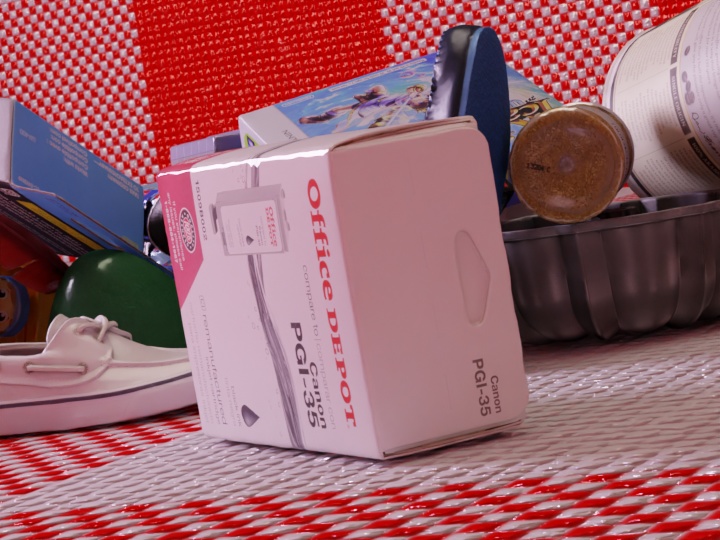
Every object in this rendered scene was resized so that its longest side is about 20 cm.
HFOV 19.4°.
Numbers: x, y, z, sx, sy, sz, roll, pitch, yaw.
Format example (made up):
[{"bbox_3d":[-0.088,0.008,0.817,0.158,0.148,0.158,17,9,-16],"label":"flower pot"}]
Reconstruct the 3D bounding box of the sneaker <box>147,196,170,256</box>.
[{"bbox_3d":[-0.091,-0.040,1.403,0.083,0.072,0.199,13,-6,-42],"label":"sneaker"}]

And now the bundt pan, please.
[{"bbox_3d":[0.161,-0.001,1.305,0.201,0.076,0.202,-10,4,1],"label":"bundt pan"}]

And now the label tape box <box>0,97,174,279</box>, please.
[{"bbox_3d":[-0.220,-0.061,1.411,0.199,0.064,0.144,10,-17,36],"label":"label tape box"}]

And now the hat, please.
[{"bbox_3d":[-0.161,-0.008,1.361,0.165,0.177,0.200,-5,6,33],"label":"hat"}]

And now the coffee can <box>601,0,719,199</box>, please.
[{"bbox_3d":[0.270,-0.120,1.368,0.146,0.147,0.200,-11,-6,-28],"label":"coffee can"}]

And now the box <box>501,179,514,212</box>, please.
[{"bbox_3d":[0.000,0.000,1.339,0.200,0.040,0.137,-14,-38,-49],"label":"box"}]

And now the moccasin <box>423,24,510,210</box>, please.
[{"bbox_3d":[0.039,-0.042,1.203,0.068,0.201,0.080,9,3,28],"label":"moccasin"}]

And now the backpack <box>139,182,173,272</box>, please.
[{"bbox_3d":[-0.084,-0.006,1.556,0.182,0.135,0.200,-11,5,-38],"label":"backpack"}]

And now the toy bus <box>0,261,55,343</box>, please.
[{"bbox_3d":[-0.273,0.032,1.461,0.191,0.137,0.200,4,-10,-26],"label":"toy bus"}]

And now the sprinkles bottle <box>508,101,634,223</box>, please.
[{"bbox_3d":[0.132,-0.069,1.289,0.068,0.069,0.200,-8,4,10],"label":"sprinkles bottle"}]

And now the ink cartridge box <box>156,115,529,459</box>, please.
[{"bbox_3d":[-0.014,0.008,1.017,0.082,0.147,0.200,-12,4,-27],"label":"ink cartridge box"}]

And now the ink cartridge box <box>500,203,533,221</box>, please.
[{"bbox_3d":[0.094,-0.036,1.625,0.125,0.129,0.200,-9,5,-10],"label":"ink cartridge box"}]

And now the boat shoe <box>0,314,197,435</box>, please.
[{"bbox_3d":[-0.169,0.058,1.263,0.199,0.066,0.072,-8,4,17],"label":"boat shoe"}]

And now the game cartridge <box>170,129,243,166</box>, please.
[{"bbox_3d":[-0.039,-0.101,1.644,0.199,0.039,0.130,-8,7,-21],"label":"game cartridge"}]

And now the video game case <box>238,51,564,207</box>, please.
[{"bbox_3d":[0.038,-0.090,1.494,0.199,0.046,0.181,-20,33,-17],"label":"video game case"}]
